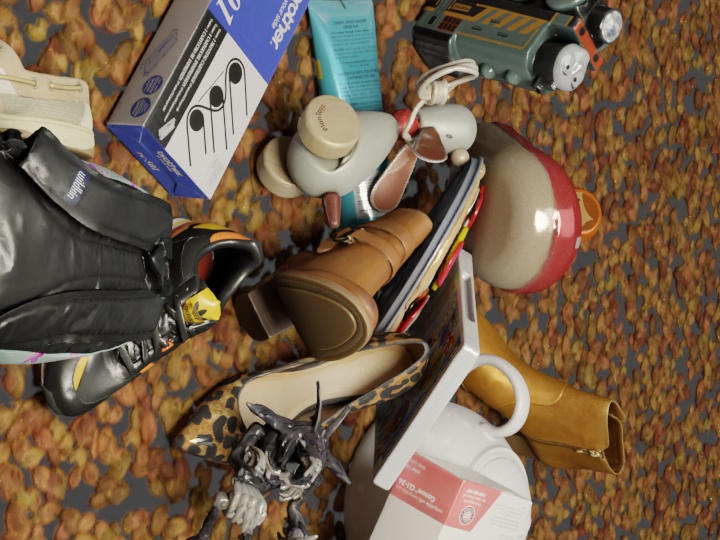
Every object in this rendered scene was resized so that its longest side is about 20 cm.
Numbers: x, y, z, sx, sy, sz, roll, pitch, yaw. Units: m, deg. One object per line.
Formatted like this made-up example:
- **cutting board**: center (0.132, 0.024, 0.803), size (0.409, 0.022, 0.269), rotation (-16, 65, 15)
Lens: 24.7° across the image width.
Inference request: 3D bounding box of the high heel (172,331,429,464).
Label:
- **high heel**: center (-0.043, 0.094, 1.295), size (0.199, 0.142, 0.072), rotation (-14, 77, -41)

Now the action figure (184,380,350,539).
- **action figure**: center (-0.074, 0.184, 1.247), size (0.119, 0.102, 0.200), rotation (38, 95, -33)

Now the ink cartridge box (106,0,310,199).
- **ink cartridge box**: center (-0.113, -0.164, 1.267), size (0.094, 0.044, 0.202), rotation (49, 56, -45)

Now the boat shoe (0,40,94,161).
- **boat shoe**: center (-0.252, -0.117, 1.078), size (0.199, 0.071, 0.066), rotation (12, 75, -54)

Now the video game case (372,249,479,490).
- **video game case**: center (0.054, 0.078, 1.381), size (0.144, 0.018, 0.200), rotation (-57, -169, 21)

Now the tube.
- **tube**: center (-0.006, -0.132, 1.411), size (0.077, 0.050, 0.203), rotation (-13, 100, -50)

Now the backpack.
- **backpack**: center (-0.217, -0.015, 1.084), size (0.199, 0.126, 0.169), rotation (7, 100, -53)

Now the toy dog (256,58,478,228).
- **toy dog**: center (0.018, -0.087, 1.342), size (0.198, 0.132, 0.097), rotation (-16, 74, -13)

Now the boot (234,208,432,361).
- **boot**: center (0.000, 0.000, 1.290), size (0.154, 0.199, 0.074), rotation (-30, 107, -24)

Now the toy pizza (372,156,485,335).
- **toy pizza**: center (0.058, -0.007, 1.409), size (0.032, 0.200, 0.201), rotation (31, 62, -4)

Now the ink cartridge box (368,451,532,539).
- **ink cartridge box**: center (0.051, 0.260, 1.352), size (0.116, 0.067, 0.202), rotation (25, 89, -51)

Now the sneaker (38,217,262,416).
- **sneaker**: center (-0.150, 0.031, 1.202), size (0.200, 0.089, 0.070), rotation (-50, 130, -37)

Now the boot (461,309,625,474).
- **boot**: center (0.178, 0.115, 1.592), size (0.071, 0.143, 0.202), rotation (-54, 132, -34)

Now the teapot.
- **teapot**: center (0.089, 0.210, 1.486), size (0.198, 0.145, 0.201), rotation (-50, 129, -37)

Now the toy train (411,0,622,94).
- **toy train**: center (0.139, -0.216, 1.474), size (0.114, 0.199, 0.085), rotation (-53, 136, -14)

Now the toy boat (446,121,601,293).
- **toy boat**: center (0.158, -0.054, 1.491), size (0.129, 0.200, 0.132), rotation (6, 107, -15)
